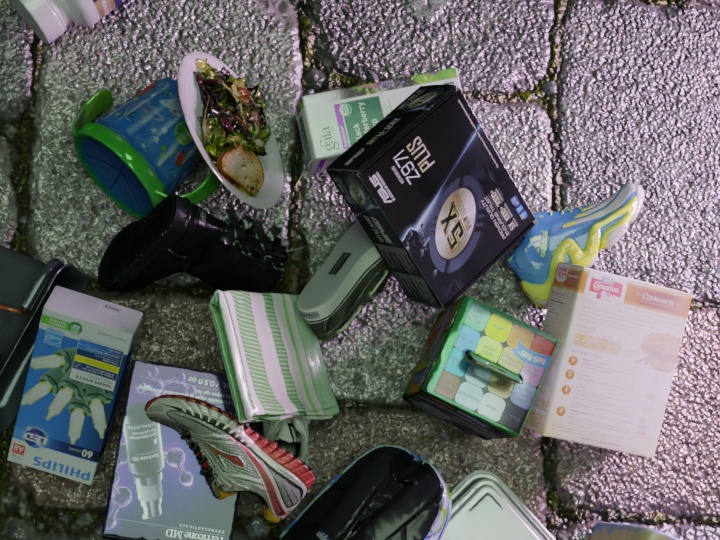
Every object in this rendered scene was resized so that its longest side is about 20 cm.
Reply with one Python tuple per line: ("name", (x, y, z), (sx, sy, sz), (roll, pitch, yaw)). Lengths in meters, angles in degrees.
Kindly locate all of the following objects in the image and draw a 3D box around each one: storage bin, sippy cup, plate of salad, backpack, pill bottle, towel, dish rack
("storage bin", (-0.423, 0.058, 1.446), (0.133, 0.146, 0.202), (25, 78, 7))
("sippy cup", (-0.243, -0.149, 1.507), (0.178, 0.139, 0.130), (48, 67, -10))
("plate of salad", (-0.141, -0.167, 1.495), (0.048, 0.200, 0.202), (-26, 85, 24))
("backpack", (0.015, 0.294, 1.464), (0.162, 0.154, 0.201), (33, 88, 27))
("pill bottle", (-0.319, -0.363, 1.533), (0.200, 0.111, 0.111), (-41, 88, -12))
("towel", (-0.094, 0.095, 1.442), (0.023, 0.199, 0.154), (-22, 77, 25))
("dish rack", (0.137, 0.356, 1.521), (0.200, 0.044, 0.172), (-42, 89, -11))

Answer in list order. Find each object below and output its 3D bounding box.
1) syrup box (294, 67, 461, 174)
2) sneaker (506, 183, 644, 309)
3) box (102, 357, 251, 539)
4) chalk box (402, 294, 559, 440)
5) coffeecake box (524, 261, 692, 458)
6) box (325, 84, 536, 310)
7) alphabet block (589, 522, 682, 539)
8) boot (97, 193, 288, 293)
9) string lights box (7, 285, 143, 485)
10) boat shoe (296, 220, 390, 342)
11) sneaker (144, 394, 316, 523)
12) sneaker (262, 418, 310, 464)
("syrup box", (0.025, -0.181, 1.570), (0.198, 0.081, 0.080), (-12, 83, -11))
("sneaker", (0.258, -0.054, 1.586), (0.105, 0.076, 0.200), (43, 79, 1))
("box", (-0.204, 0.212, 1.462), (0.146, 0.104, 0.203), (9, 80, -8))
("chalk box", (0.140, 0.112, 1.479), (0.123, 0.200, 0.125), (26, 78, -3))
("coffeecake box", (0.292, 0.106, 1.533), (0.152, 0.073, 0.203), (13, 92, -18))
("box", (0.084, -0.086, 1.492), (0.163, 0.086, 0.201), (-40, 113, -18))
("alphabet block", (0.350, 0.416, 1.467), (0.194, 0.195, 0.202), (21, 79, -2))
("boot", (-0.192, -0.009, 1.498), (0.161, 0.198, 0.074), (24, 51, -33))
("string lights box", (-0.318, 0.129, 1.432), (0.102, 0.059, 0.202), (17, 113, -5))
("boat shoe", (0.000, 0.000, 1.549), (0.200, 0.070, 0.064), (-48, 129, -24))
("sneaker", (-0.147, 0.199, 1.381), (0.199, 0.078, 0.083), (33, 79, -4))
("sneaker", (-0.087, 0.166, 1.500), (0.074, 0.081, 0.203), (-2, 80, -7))
